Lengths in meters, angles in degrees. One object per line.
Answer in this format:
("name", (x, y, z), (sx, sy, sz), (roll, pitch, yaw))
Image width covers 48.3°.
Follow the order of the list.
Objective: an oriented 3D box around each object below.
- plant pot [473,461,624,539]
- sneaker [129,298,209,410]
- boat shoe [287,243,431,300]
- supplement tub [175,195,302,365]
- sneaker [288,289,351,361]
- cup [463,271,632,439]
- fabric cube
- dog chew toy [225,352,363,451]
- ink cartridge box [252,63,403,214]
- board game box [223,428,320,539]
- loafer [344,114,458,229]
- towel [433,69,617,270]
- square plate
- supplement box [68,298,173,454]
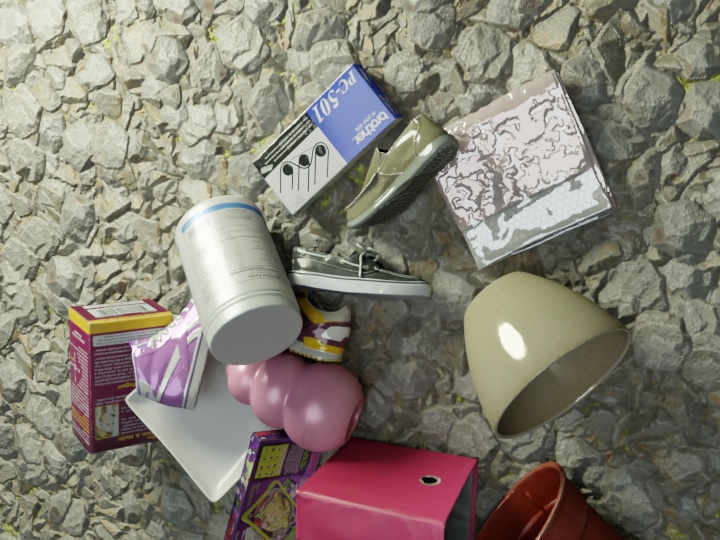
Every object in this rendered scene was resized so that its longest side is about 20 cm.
("plant pot", (0.263, 0.386, 1.013), (0.195, 0.201, 0.201), (40, 110, 0))
("sneaker", (-0.266, 0.088, 1.147), (0.113, 0.073, 0.202), (14, 71, -6))
("boat shoe", (0.000, 0.000, 1.093), (0.197, 0.074, 0.069), (6, 83, 15))
("supplement tub", (-0.167, 0.011, 1.081), (0.132, 0.131, 0.201), (-40, 54, 22))
("sneaker", (-0.105, 0.065, 1.149), (0.198, 0.075, 0.091), (16, 88, 17))
("cup", (0.207, 0.087, 0.985), (0.200, 0.199, 0.144), (-47, 58, 21))
("fabric cube", (0.039, 0.362, 1.079), (0.197, 0.196, 0.202), (6, 103, 20))
("dog chew toy", (-0.098, 0.172, 1.129), (0.198, 0.124, 0.126), (21, 106, 14))
("ink cartridge box", (-0.046, -0.176, 1.090), (0.200, 0.044, 0.094), (-41, 87, 21))
("board game box", (-0.127, 0.325, 1.176), (0.032, 0.119, 0.202), (35, 114, 50))
("loafer", (0.045, -0.126, 1.046), (0.200, 0.075, 0.070), (-42, 70, 35))
("towel", (0.196, -0.122, 1.019), (0.199, 0.032, 0.193), (-25, 91, 21))
("square plate", (-0.206, 0.197, 1.180), (0.198, 0.028, 0.200), (-42, 84, -16))
("supplement box", (-0.358, 0.155, 1.205), (0.103, 0.130, 0.202), (18, 108, 52))
